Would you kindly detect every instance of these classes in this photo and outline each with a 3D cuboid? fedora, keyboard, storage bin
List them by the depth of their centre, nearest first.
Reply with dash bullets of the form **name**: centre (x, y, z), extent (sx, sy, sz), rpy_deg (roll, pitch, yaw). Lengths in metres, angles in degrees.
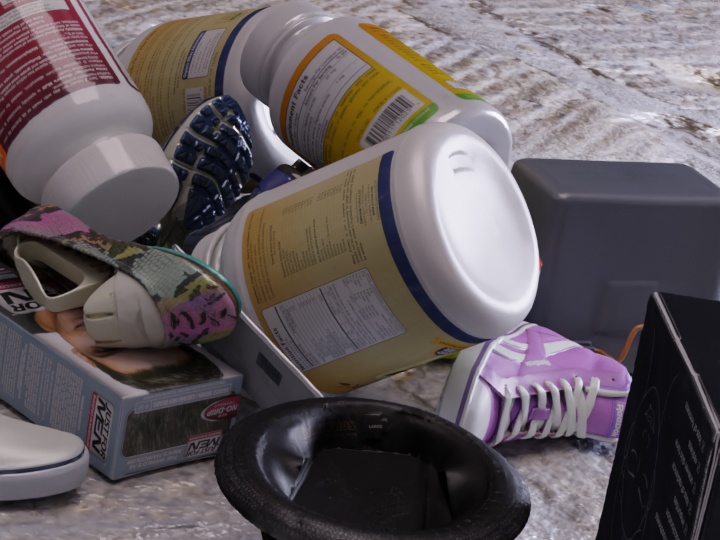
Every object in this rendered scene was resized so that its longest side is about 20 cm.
- **fedora**: centre (0.002, 0.150, 1.372), extent (0.200, 0.092, 0.201), rpy_deg (9, 21, -4)
- **keyboard**: centre (-0.058, 0.066, 1.514), extent (0.011, 0.056, 0.200), rpy_deg (-31, 67, -36)
- **storage bin**: centre (0.189, -0.005, 1.800), extent (0.200, 0.135, 0.146), rpy_deg (0, 23, -24)

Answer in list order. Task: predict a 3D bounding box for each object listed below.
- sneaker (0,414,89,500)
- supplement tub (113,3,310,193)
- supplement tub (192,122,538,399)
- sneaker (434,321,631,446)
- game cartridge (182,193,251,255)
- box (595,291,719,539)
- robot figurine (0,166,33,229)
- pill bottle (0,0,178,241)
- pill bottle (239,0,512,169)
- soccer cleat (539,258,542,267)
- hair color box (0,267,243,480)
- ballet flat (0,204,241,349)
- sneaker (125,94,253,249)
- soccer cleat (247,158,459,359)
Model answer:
- **sneaker**: centre (-0.259, 0.087, 1.434), extent (0.200, 0.071, 0.073), rpy_deg (10, 21, -2)
- **supplement tub**: centre (-0.108, -0.132, 1.902), extent (0.200, 0.145, 0.144), rpy_deg (-1, 7, 45)
- **supplement tub**: centre (0.000, 0.000, 1.572), extent (0.200, 0.145, 0.144), rpy_deg (-22, 3, 32)
- **sneaker**: centre (0.124, 0.087, 1.624), extent (0.114, 0.073, 0.200), rpy_deg (21, 23, 18)
- **game cartridge**: centre (-0.062, -0.029, 1.818), extent (0.133, 0.041, 0.200), rpy_deg (-6, 12, 29)
- **box**: centre (0.215, 0.144, 1.345), extent (0.124, 0.197, 0.200), rpy_deg (9, 21, -7)
- **robot figurine**: centre (-0.322, -0.086, 1.770), extent (0.150, 0.125, 0.200), rpy_deg (-6, 27, -36)
- **pill bottle**: centre (-0.212, -0.116, 1.670), extent (0.109, 0.110, 0.200), rpy_deg (-9, 56, -41)
- **pill bottle**: centre (0.005, -0.114, 1.724), extent (0.111, 0.111, 0.200), rpy_deg (-10, 38, -43)
- **soccer cleat**: centre (0.067, -0.033, 1.771), extent (0.069, 0.078, 0.200), rpy_deg (3, 41, -33)
- **hair color box**: centre (-0.179, 0.060, 1.559), extent (0.099, 0.061, 0.200), rpy_deg (-10, 30, -43)
- **ballet flat**: centre (-0.165, 0.011, 1.532), extent (0.200, 0.069, 0.071), rpy_deg (23, 42, 39)
- **sneaker**: centre (-0.154, -0.052, 1.734), extent (0.085, 0.077, 0.200), rpy_deg (10, 56, 39)
- **soccer cleat**: centre (-0.007, 0.006, 1.719), extent (0.200, 0.084, 0.065), rpy_deg (42, -2, -22)
